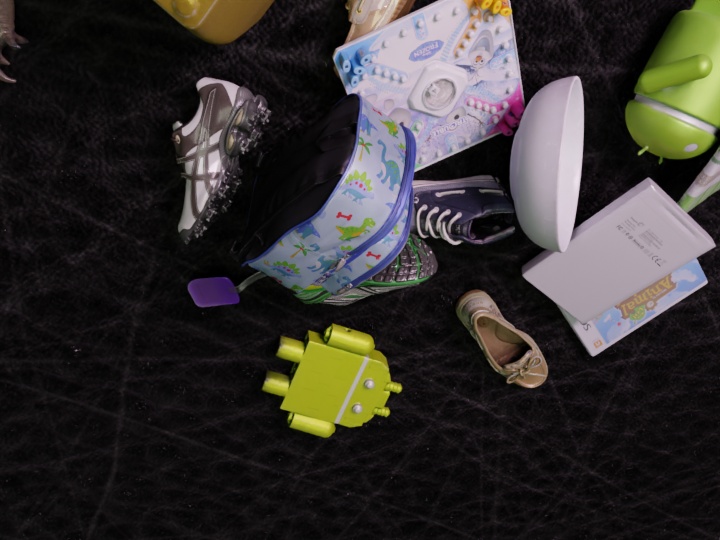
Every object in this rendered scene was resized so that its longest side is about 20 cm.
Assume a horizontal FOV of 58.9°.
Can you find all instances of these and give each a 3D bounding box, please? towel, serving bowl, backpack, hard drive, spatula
[{"bbox_3d":[0.459,-0.163,0.769,0.149,0.031,0.201,-27,150,-32],"label":"towel"},{"bbox_3d":[0.218,-0.124,0.756,0.065,0.200,0.202,5,120,25],"label":"serving bowl"},{"bbox_3d":[-0.024,-0.081,0.699,0.146,0.184,0.200,27,142,-28],"label":"backpack"},{"bbox_3d":[0.331,-0.018,0.834,0.132,0.027,0.200,34,128,-20],"label":"hard drive"},{"bbox_3d":[-0.130,0.008,0.845,0.198,0.021,0.057,-18,137,-3],"label":"spatula"}]

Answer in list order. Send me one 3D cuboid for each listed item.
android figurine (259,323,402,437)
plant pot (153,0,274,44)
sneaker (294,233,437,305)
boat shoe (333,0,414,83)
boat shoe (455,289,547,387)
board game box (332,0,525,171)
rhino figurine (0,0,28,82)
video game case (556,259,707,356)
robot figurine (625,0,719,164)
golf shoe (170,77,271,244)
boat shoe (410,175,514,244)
[{"bbox_3d":[-0.039,0.162,0.925,0.199,0.041,0.183,21,111,-15],"label":"android figurine"},{"bbox_3d":[-0.136,-0.321,0.562,0.195,0.201,0.194,37,123,-22],"label":"plant pot"},{"bbox_3d":[0.000,0.000,0.812,0.198,0.079,0.085,-4,151,14],"label":"sneaker"},{"bbox_3d":[0.019,-0.301,0.698,0.069,0.074,0.201,36,116,2],"label":"boat shoe"},{"bbox_3d":[0.209,0.113,0.921,0.073,0.063,0.200,-42,114,12],"label":"boat shoe"},{"bbox_3d":[0.092,-0.203,0.734,0.199,0.026,0.200,-24,138,3],"label":"board game box"},{"bbox_3d":[-0.405,-0.287,0.646,0.087,0.060,0.201,-23,120,-8],"label":"rhino figurine"},{"bbox_3d":[0.377,0.008,0.917,0.199,0.022,0.182,-35,115,9],"label":"video game case"},{"bbox_3d":[0.395,-0.223,0.755,0.175,0.116,0.201,2,119,-44],"label":"robot figurine"},{"bbox_3d":[-0.185,-0.130,0.755,0.094,0.078,0.201,29,108,-1],"label":"golf shoe"},{"bbox_3d":[0.098,-0.068,0.800,0.198,0.093,0.075,-13,121,-1],"label":"boat shoe"}]
